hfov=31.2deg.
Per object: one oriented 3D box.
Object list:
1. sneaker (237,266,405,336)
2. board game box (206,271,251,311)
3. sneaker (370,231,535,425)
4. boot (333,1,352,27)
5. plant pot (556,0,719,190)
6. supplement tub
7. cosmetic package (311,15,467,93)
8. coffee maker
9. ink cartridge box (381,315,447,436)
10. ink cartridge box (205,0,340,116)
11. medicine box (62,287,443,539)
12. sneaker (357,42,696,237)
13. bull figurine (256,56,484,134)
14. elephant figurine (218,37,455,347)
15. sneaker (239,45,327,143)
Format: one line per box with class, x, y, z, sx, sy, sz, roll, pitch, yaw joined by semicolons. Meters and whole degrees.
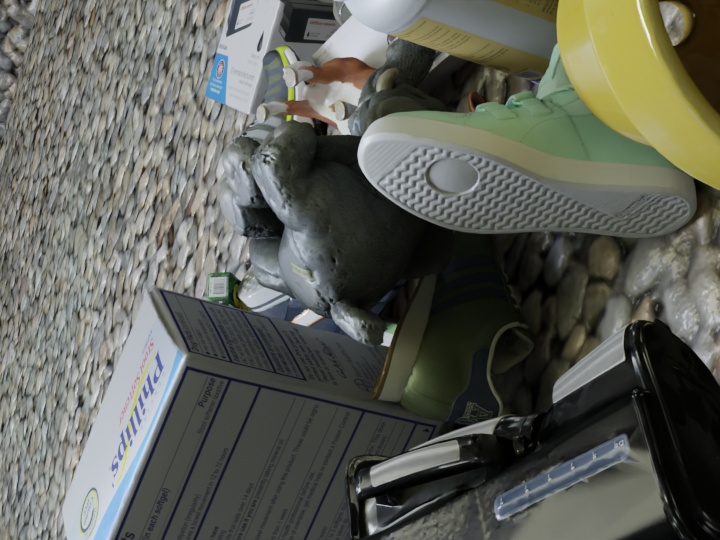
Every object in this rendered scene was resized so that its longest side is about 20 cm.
sneaker;0.000;0.000;0.960;0.199;0.079;0.079;-23;30;42
board game box;-0.084;0.077;1.073;0.200;0.023;0.106;47;-136;-68
sneaker;0.076;0.034;0.875;0.201;0.089;0.068;-62;-7;-50
boot;0.041;-0.274;1.075;0.201;0.072;0.183;-55;20;27
plant pot;0.183;-0.131;0.614;0.189;0.198;0.203;-178;100;-78
supplement tub;0.073;-0.214;0.841;0.145;0.198;0.147;-36;48;52
cosmetic package;0.038;-0.186;1.028;0.200;0.050;0.083;-35;78;54
coffee maker;0.107;0.151;0.664;0.199;0.134;0.194;-31;73;32
ink cartridge box;0.005;0.137;0.990;0.145;0.047;0.202;13;90;63
ink cartridge box;-0.072;-0.250;1.273;0.144;0.083;0.202;30;105;62
medicine box;-0.075;0.132;0.872;0.184;0.198;0.103;-65;28;16
sneaker;0.094;-0.087;0.758;0.074;0.198;0.119;114;160;-54
bull figurine;0.015;-0.113;0.964;0.199;0.120;0.066;29;117;47
elephant figurine;0.021;-0.064;0.824;0.141;0.199;0.157;-3;111;61
sneaker;-0.071;-0.113;1.071;0.201;0.080;0.074;-100;-10;-46
